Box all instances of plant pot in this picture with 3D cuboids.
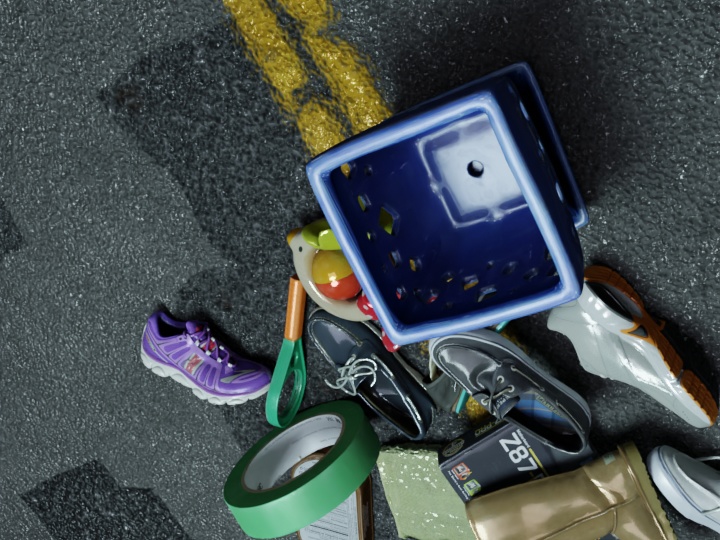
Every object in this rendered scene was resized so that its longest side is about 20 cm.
[{"bbox_3d":[0.098,-0.073,0.803,0.198,0.180,0.202,-17,108,32],"label":"plant pot"}]

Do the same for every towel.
[{"bbox_3d":[0.118,0.282,1.073,0.197,0.037,0.151,-4,113,28],"label":"towel"}]

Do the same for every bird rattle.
[{"bbox_3d":[0.000,0.000,0.963,0.161,0.113,0.202,-4,128,39],"label":"bird rattle"}]

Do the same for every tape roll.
[{"bbox_3d":[-0.072,0.238,1.036,0.198,0.201,0.049,-20,108,32],"label":"tape roll"}]

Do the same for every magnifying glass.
[{"bbox_3d":[-0.087,0.102,1.057,0.022,0.079,0.203,17,112,20],"label":"magnifying glass"}]

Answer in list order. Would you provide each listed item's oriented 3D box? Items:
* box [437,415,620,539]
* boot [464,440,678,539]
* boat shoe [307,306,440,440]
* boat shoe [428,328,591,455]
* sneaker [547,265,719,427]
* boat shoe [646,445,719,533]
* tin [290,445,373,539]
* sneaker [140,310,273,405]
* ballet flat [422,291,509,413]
[{"bbox_3d":[0.206,0.253,0.980,0.160,0.049,0.201,-32,101,11],"label":"box"},{"bbox_3d":[0.238,0.295,0.935,0.198,0.066,0.177,-25,90,10],"label":"boot"},{"bbox_3d":[0.009,0.125,1.023,0.200,0.062,0.075,45,127,-2],"label":"boat shoe"},{"bbox_3d":[0.156,0.130,0.885,0.199,0.067,0.070,35,119,-9],"label":"boat shoe"},{"bbox_3d":[0.281,0.089,0.880,0.200,0.076,0.092,46,133,5],"label":"sneaker"},{"bbox_3d":[0.402,0.240,0.894,0.201,0.075,0.086,38,126,-1],"label":"boat shoe"},{"bbox_3d":[-0.040,0.325,1.170,0.110,0.042,0.203,10,120,25],"label":"tin"},{"bbox_3d":[-0.204,0.111,1.108,0.197,0.081,0.085,19,117,16],"label":"sneaker"},{"bbox_3d":[0.118,0.078,0.947,0.068,0.068,0.202,34,125,15],"label":"ballet flat"}]
